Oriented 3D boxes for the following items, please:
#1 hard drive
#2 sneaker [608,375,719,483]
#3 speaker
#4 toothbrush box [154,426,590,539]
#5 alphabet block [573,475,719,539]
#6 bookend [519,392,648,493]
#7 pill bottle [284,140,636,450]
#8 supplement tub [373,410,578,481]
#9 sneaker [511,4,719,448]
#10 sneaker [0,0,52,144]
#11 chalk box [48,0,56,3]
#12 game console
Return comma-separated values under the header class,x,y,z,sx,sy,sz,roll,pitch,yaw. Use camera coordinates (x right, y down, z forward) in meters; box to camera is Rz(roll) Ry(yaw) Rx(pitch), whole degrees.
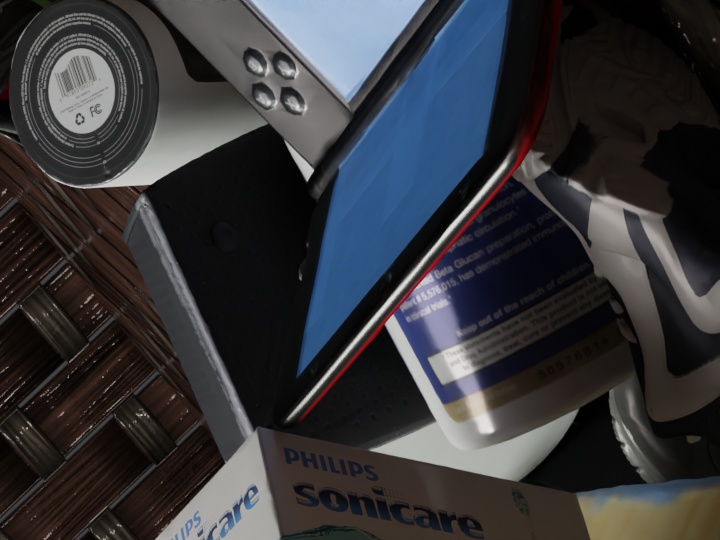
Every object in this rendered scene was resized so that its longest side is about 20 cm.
class,x,y,z,sx,sy,sz,roll,pitch,yaw
hard drive,0.000,0.000,1.187,0.042,0.200,0.135,-26,89,47
sneaker,0.191,0.090,1.213,0.200,0.076,0.091,38,166,-12
speaker,-0.058,-0.078,1.265,0.081,0.081,0.200,43,-155,24
toothbrush box,0.021,0.165,0.998,0.146,0.085,0.200,13,-134,-34
alphabet block,0.160,0.208,1.122,0.195,0.200,0.196,32,156,-26
bookend,0.182,0.136,1.360,0.199,0.092,0.200,46,170,-10
pill bottle,0.038,-0.042,1.119,0.200,0.111,0.111,61,171,-3
supplement tub,0.007,0.010,1.394,0.200,0.144,0.144,47,175,47
sneaker,0.107,0.000,1.043,0.199,0.079,0.130,32,143,24
sneaker,-0.115,-0.079,1.325,0.200,0.077,0.084,1,-132,-40
chalk box,-0.147,-0.177,1.374,0.125,0.124,0.200,49,175,33
game console,-0.014,-0.078,0.968,0.172,0.119,0.200,46,140,5
